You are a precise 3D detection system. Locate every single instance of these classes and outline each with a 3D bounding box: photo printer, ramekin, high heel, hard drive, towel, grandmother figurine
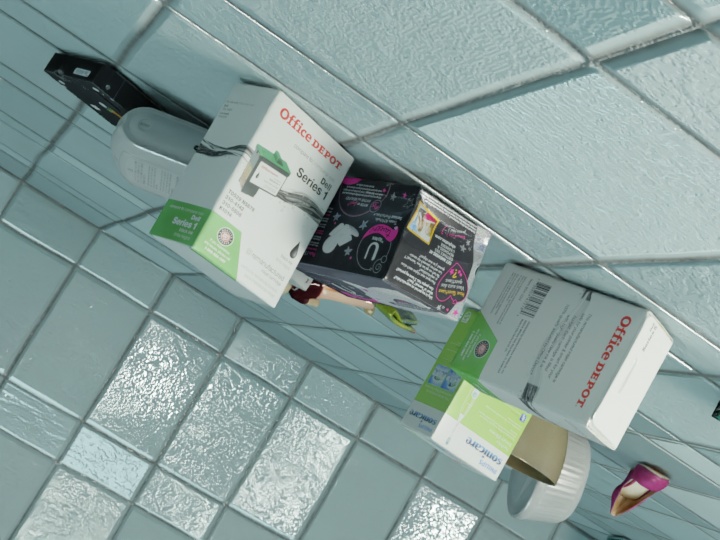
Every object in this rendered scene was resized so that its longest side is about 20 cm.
[{"bbox_3d":[-0.238,-0.143,1.668,0.200,0.070,0.166,21,160,-4],"label":"photo printer"},{"bbox_3d":[0.349,0.371,2.281,0.094,0.203,0.202,20,171,-5],"label":"ramekin"},{"bbox_3d":[0.503,0.407,2.265,0.067,0.096,0.200,31,170,-1],"label":"high heel"},{"bbox_3d":[-0.329,-0.228,1.732,0.140,0.038,0.200,20,165,47],"label":"hard drive"},{"bbox_3d":[0.000,0.000,1.702,0.200,0.023,0.144,49,-174,20],"label":"towel"},{"bbox_3d":[-0.065,0.024,1.922,0.200,0.061,0.121,8,133,-19],"label":"grandmother figurine"}]

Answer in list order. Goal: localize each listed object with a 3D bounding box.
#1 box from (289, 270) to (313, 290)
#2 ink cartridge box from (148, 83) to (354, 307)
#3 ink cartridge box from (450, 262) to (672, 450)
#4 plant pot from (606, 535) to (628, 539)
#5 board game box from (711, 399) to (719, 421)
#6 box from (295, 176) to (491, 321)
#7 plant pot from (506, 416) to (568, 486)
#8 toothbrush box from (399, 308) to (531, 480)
[{"bbox_3d":[-0.156,-0.067,1.845,0.200,0.098,0.124,25,168,33],"label":"box"},{"bbox_3d":[-0.115,-0.084,1.363,0.084,0.200,0.146,16,163,45],"label":"ink cartridge box"},{"bbox_3d":[0.225,0.094,1.396,0.200,0.146,0.084,22,167,42],"label":"ink cartridge box"},{"bbox_3d":[0.798,0.900,3.597,0.200,0.196,0.196,22,170,1],"label":"plant pot"},{"bbox_3d":[0.516,0.203,1.431,0.200,0.028,0.135,29,171,6],"label":"board game box"},{"bbox_3d":[0.024,-0.026,1.408,0.132,0.115,0.200,30,169,-39],"label":"box"},{"bbox_3d":[0.269,0.253,2.078,0.200,0.135,0.200,30,171,5],"label":"plant pot"},{"bbox_3d":[0.175,0.180,1.805,0.146,0.200,0.086,36,168,-32],"label":"toothbrush box"}]
